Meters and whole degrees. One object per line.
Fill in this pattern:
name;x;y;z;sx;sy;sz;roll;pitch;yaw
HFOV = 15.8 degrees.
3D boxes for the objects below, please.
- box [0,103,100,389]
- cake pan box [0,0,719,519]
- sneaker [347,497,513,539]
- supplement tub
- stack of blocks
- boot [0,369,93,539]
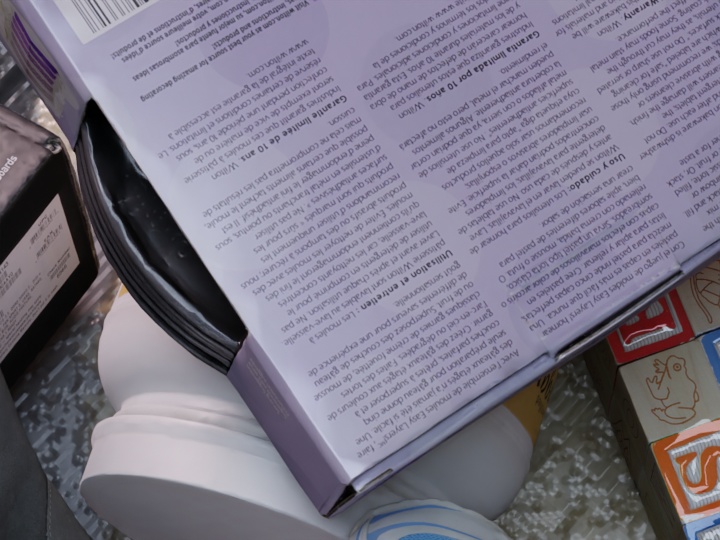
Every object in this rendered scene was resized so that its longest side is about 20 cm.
box;-0.210;0.017;0.850;0.163;0.086;0.200;28;65;19
cake pan box;0.016;-0.053;0.755;0.200;0.052;0.184;-33;80;-18
sneaker;0.070;0.144;0.743;0.200;0.072;0.073;37;32;-13
supplement tub;0.000;0.000;0.839;0.144;0.145;0.201;17;71;8
stack of blocks;0.160;0.084;0.846;0.115;0.059;0.201;-19;70;-5
boot;-0.156;0.067;0.737;0.072;0.201;0.182;-2;32;38
